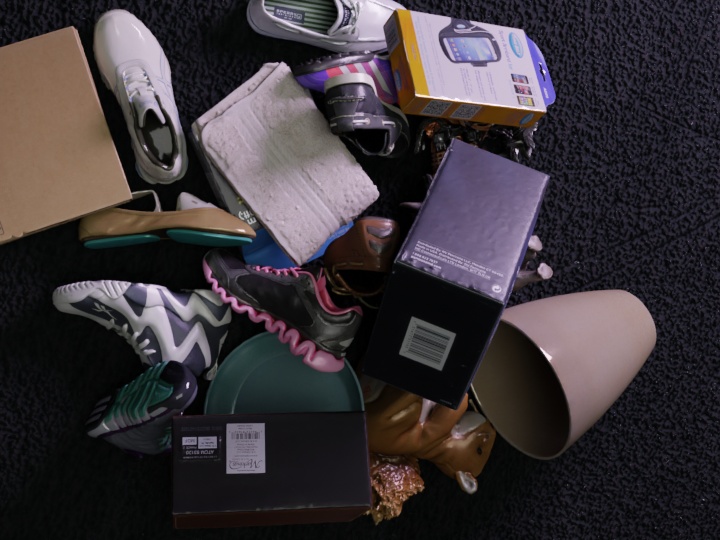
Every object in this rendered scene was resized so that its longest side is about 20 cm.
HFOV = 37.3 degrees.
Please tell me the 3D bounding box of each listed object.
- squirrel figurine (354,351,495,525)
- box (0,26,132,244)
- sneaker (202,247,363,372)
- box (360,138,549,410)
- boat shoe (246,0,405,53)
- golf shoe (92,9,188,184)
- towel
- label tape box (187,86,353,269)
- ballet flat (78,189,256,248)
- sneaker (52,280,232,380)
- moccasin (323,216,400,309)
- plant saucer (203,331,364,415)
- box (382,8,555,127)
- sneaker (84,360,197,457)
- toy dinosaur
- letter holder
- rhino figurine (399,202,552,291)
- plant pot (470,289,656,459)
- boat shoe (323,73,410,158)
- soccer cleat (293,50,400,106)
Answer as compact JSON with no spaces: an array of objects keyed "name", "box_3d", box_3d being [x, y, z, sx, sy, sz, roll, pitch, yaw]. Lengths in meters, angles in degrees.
[{"name":"squirrel figurine","box_3d":[0.060,0.204,1.289,0.187,0.142,0.200,40,97,-26]},{"name":"box","box_3d":[-0.353,-0.144,1.147,0.163,0.021,0.200,-19,89,-8]},{"name":"sneaker","box_3d":[-0.082,0.024,1.187,0.200,0.079,0.095,35,104,7]},{"name":"box","box_3d":[0.103,0.005,1.153,0.123,0.200,0.199,21,50,5]},{"name":"boat shoe","box_3d":[-0.029,-0.288,1.237,0.200,0.067,0.074,-3,96,-17]},{"name":"golf shoe","box_3d":[-0.234,-0.193,1.168,0.078,0.097,0.200,-22,99,-12]},{"name":"towel","box_3d":[-0.081,-0.120,1.186,0.133,0.034,0.200,-41,104,-10]},{"name":"label tape box","box_3d":[-0.092,-0.098,1.236,0.144,0.063,0.200,-26,101,-13]},{"name":"ballet flat","box_3d":[-0.214,-0.059,1.178,0.200,0.069,0.063,-1,80,4]},{"name":"sneaker","box_3d":[-0.245,0.080,1.195,0.199,0.079,0.130,6,84,-27]},{"name":"moccasin","box_3d":[0.002,0.000,1.201,0.074,0.201,0.078,7,76,-17]},{"name":"plant saucer","box_3d":[-0.084,0.168,1.233,0.200,0.036,0.200,-4,79,19]},{"name":"box","box_3d":[0.129,-0.229,1.224,0.200,0.041,0.119,4,63,-29]},{"name":"sneaker","box_3d":[-0.217,0.157,1.165,0.088,0.200,0.074,41,53,-23]},{"name":"toy dinosaur","box_3d":[0.139,-0.174,1.289,0.136,0.102,0.200,13,107,-3]},{"name":"letter holder","box_3d":[-0.098,0.215,1.131,0.200,0.142,0.101,0,69,-9]},{"name":"rhino figurine","box_3d":[0.131,-0.033,1.301,0.200,0.087,0.060,27,59,-16]},{"name":"plant pot","box_3d":[0.262,0.105,1.315,0.200,0.187,0.188,-24,101,-28]},{"name":"boat shoe","box_3d":[0.010,-0.157,1.205,0.072,0.200,0.068,-14,76,15]},{"name":"soccer cleat","box_3d":[0.005,-0.212,1.218,0.200,0.068,0.073,-16,103,-49]}]
